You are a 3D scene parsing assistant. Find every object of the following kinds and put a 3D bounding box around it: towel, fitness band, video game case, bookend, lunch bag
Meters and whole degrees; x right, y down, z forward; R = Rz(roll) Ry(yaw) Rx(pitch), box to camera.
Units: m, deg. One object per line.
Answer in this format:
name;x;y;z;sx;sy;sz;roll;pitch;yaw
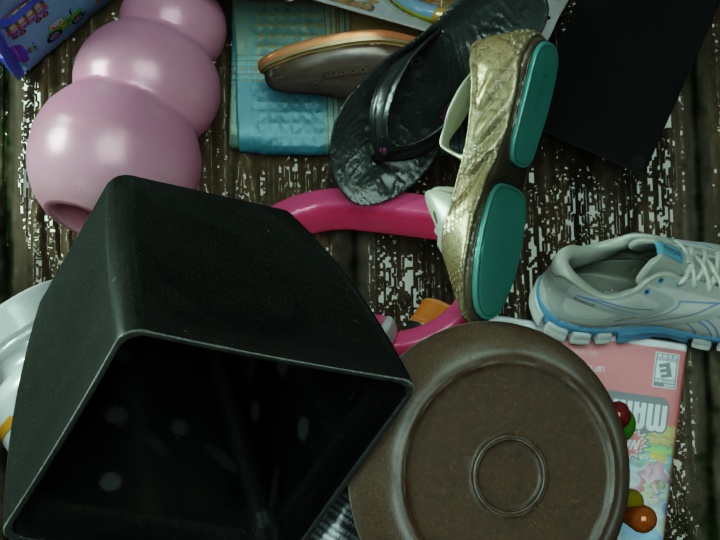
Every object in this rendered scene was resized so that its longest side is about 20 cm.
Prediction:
towel;0.004;-0.154;1.758;0.199;0.022;0.147;1;79;-2
fitness band;0.000;0.000;1.666;0.200;0.037;0.144;8;47;26
video game case;0.147;0.139;1.697;0.143;0.017;0.200;8;78;1
bookend;0.214;-0.208;1.720;0.092;0.199;0.200;24;123;5
lunch bag;-0.224;-0.240;1.683;0.151;0.200;0.094;-41;81;-7

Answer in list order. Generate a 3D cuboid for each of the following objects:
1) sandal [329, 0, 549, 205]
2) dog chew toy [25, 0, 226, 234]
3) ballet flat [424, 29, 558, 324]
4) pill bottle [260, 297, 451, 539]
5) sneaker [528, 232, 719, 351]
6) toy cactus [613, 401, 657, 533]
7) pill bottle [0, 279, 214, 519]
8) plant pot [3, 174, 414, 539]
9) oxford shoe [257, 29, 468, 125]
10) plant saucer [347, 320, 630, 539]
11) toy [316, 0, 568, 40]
sandal;0.046;-0.127;1.655;0.075;0.048;0.200;40;105;-3
dog chew toy;-0.155;-0.120;1.705;0.124;0.125;0.200;20;70;4
ballet flat;0.080;-0.064;1.609;0.065;0.070;0.200;9;80;30
pill bottle;0.022;0.119;1.656;0.106;0.106;0.200;32;79;6
sneaker;0.221;0.008;1.682;0.200;0.087;0.075;-4;62;-7
toy cactus;0.110;0.140;1.619;0.200;0.102;0.165;-38;118;-16
pill bottle;-0.184;0.110;1.655;0.111;0.111;0.200;-32;80;-6
plant pot;-0.113;0.056;1.543;0.200;0.200;0.178;11;41;-28
oxford shoe;0.027;-0.128;1.709;0.199;0.071;0.073;1;83;-3
plant saucer;0.090;0.132;1.560;0.200;0.034;0.201;2;85;-19
toy;0.046;-0.216;1.716;0.200;0.047;0.115;14;39;13
